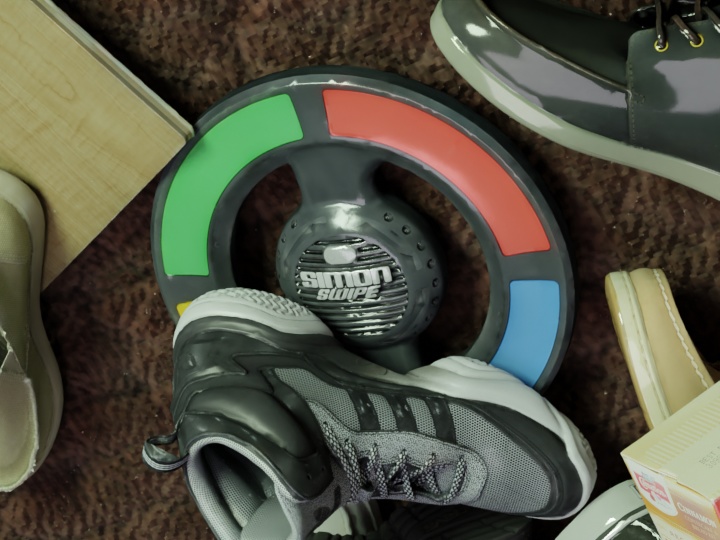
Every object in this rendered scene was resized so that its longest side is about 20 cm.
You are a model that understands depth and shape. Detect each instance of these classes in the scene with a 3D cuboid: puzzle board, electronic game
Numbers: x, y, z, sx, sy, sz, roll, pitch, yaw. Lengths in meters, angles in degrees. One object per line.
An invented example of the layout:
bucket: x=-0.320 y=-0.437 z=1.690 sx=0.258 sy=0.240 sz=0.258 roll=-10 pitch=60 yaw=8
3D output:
puzzle board: x=-0.185 y=-0.092 z=1.004 sx=0.200 sy=0.017 sz=0.151 roll=42 pitch=136 yaw=-8
electronic game: x=0.000 y=0.000 z=0.994 sx=0.199 sy=0.042 sz=0.201 roll=9 pitch=123 yaw=14

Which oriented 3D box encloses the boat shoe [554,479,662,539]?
boat shoe: x=0.087 y=0.187 z=1.012 sx=0.070 sy=0.064 sz=0.200 roll=10 pitch=123 yaw=-41

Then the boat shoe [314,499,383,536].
boat shoe: x=-0.034 y=0.182 z=1.103 sx=0.070 sy=0.069 sz=0.201 roll=16 pitch=124 yaw=12

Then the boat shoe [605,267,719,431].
boat shoe: x=0.170 y=0.077 z=0.972 sx=0.069 sy=0.074 sz=0.201 roll=-25 pitch=112 yaw=10

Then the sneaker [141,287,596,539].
sneaker: x=0.002 y=0.088 z=0.961 sx=0.199 sy=0.114 sz=0.076 roll=21 pitch=132 yaw=-2

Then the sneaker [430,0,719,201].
sneaker: x=0.134 y=-0.095 z=0.876 sx=0.199 sy=0.075 sz=0.107 roll=22 pitch=121 yaw=-6

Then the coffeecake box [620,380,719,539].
coffeecake box: x=0.221 y=0.121 z=0.922 sx=0.201 sy=0.153 sz=0.073 roll=62 pitch=164 yaw=-22

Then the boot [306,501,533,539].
boot: x=-0.002 y=0.187 z=1.049 sx=0.199 sy=0.070 sz=0.132 roll=-11 pitch=120 yaw=-11

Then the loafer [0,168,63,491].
loafer: x=-0.189 y=0.039 z=1.058 sx=0.075 sy=0.068 sz=0.201 roll=15 pitch=134 yaw=14
